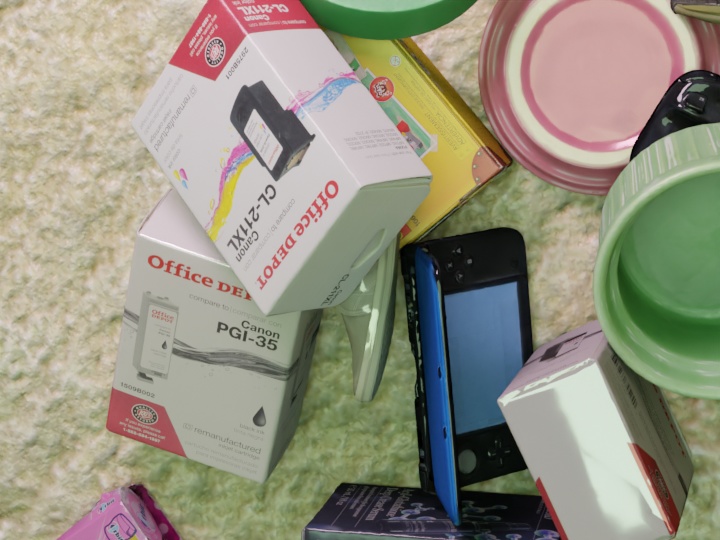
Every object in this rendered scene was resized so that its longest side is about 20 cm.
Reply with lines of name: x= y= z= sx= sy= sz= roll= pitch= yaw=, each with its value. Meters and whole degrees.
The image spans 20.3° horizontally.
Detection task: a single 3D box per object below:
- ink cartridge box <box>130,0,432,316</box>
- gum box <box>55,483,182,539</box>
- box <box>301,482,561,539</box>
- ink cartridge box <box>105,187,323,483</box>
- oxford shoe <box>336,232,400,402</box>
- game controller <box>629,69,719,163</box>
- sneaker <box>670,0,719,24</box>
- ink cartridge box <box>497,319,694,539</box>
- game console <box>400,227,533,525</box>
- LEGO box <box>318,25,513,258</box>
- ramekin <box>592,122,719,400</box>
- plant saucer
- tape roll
ink cartridge box: x=-0.060 y=-0.088 z=1.479 sx=0.200 sy=0.083 sz=0.146 roll=54 pitch=127 yaw=23
gum box: x=-0.185 y=0.287 z=1.687 sx=0.113 sy=0.066 sz=0.200 roll=-36 pitch=90 yaw=14
box: x=0.063 y=0.242 z=1.594 sx=0.200 sy=0.148 sz=0.107 roll=3 pitch=98 yaw=10
ink cartridge box: x=-0.114 y=0.052 z=1.601 sx=0.146 sy=0.083 sz=0.200 roll=18 pitch=124 yaw=8
oxford shoe: x=0.000 y=0.000 z=1.533 sx=0.058 sy=0.075 sz=0.200 roll=2 pitch=94 yaw=3
game controller: x=0.308 y=-0.072 z=1.543 sx=0.200 sy=0.042 sz=0.104 roll=27 pitch=117 yaw=-12
sneaker: x=0.329 y=-0.168 z=1.524 sx=0.200 sy=0.077 sz=0.089 roll=12 pitch=116 yaw=-2
ink cartridge box: x=0.184 y=0.126 z=1.531 sx=0.083 sy=0.200 sz=0.147 roll=-24 pitch=92 yaw=16
game console: x=0.097 y=0.076 z=1.540 sx=0.118 sy=0.171 sz=0.200 roll=6 pitch=104 yaw=53
LEGO box: x=0.000 y=-0.112 z=1.595 sx=0.149 sy=0.077 sz=0.200 roll=-40 pitch=89 yaw=13
ramekin: x=0.270 y=-0.012 z=1.498 sx=0.200 sy=0.098 sz=0.200 roll=1 pitch=119 yaw=1
plant saucer: x=0.190 y=-0.157 z=1.569 sx=0.200 sy=0.051 sz=0.201 roll=1 pitch=97 yaw=10
tape roll: x=0.015 y=-0.277 z=1.539 sx=0.200 sy=0.048 sz=0.201 roll=1 pitch=69 yaw=-2
